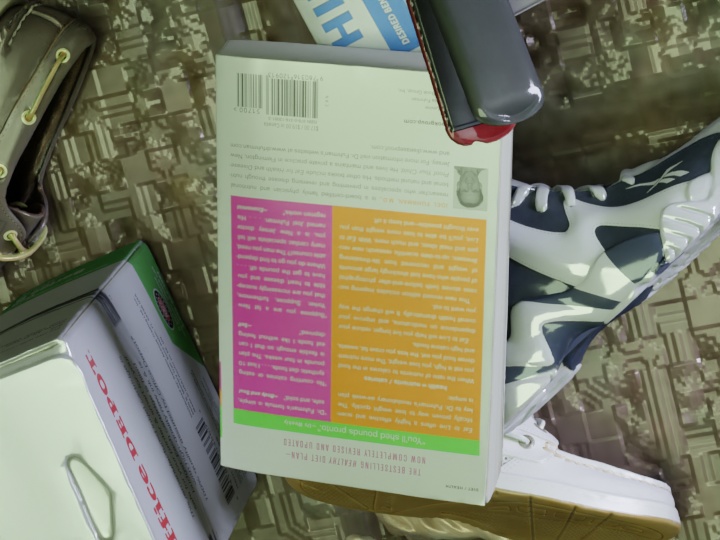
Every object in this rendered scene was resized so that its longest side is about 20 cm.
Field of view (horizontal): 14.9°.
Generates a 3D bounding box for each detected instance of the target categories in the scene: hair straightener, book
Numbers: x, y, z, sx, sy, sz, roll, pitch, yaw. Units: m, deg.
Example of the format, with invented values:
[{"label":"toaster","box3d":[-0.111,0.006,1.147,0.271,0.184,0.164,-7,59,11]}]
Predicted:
[{"label":"hair straightener","box3d":[0.039,-0.157,1.156,0.041,0.077,0.201,-11,85,-19]},{"label":"book","box3d":[0.000,0.000,1.249,0.133,0.048,0.201,6,111,11]}]

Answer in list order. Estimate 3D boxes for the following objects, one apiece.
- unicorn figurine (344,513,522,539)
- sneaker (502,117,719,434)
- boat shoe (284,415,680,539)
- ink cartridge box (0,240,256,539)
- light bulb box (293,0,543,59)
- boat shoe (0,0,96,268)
[{"label":"unicorn figurine","box3d":[0.049,0.212,1.395,0.137,0.074,0.201,3,101,4]},{"label":"sneaker","box3d":[0.090,-0.031,1.314,0.130,0.079,0.199,46,103,9]},{"label":"boat shoe","box3d":[0.065,0.089,1.361,0.199,0.071,0.070,12,64,-5]},{"label":"ink cartridge box","box3d":[-0.129,0.085,1.338,0.084,0.200,0.147,-22,99,12]},{"label":"light bulb box","box3d":[0.045,-0.217,1.250,0.199,0.125,0.199,-26,98,21]},{"label":"boat shoe","box3d":[-0.187,-0.041,1.396,0.059,0.072,0.201,22,104,12]}]
